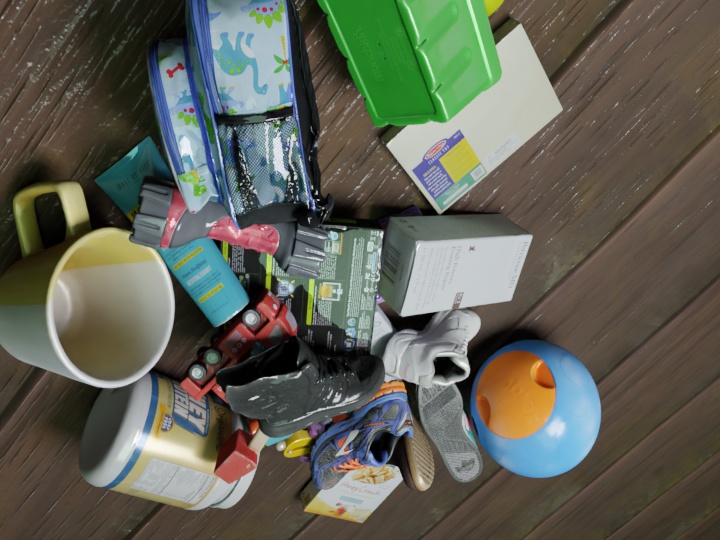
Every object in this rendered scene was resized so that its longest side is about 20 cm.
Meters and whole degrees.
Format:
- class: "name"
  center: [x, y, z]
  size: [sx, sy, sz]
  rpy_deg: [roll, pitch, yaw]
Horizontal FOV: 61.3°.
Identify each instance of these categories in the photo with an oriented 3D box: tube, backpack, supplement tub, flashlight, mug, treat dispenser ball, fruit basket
- class: "tube"
  center: [-0.196, -0.035, 0.657]
  size: [0.076, 0.050, 0.203]
  rpy_deg: [-34, 101, 1]
- class: "backpack"
  center: [-0.112, -0.156, 0.547]
  size: [0.142, 0.184, 0.206]
  rpy_deg: [-8, 116, -10]
- class: "supplement tub"
  center: [-0.243, 0.224, 0.793]
  size: [0.198, 0.146, 0.145]
  rpy_deg: [31, 110, -36]
- class: "flashlight"
  center: [-0.131, -0.036, 0.624]
  size: [0.195, 0.068, 0.069]
  rpy_deg: [17, 107, -21]
- class: "mug"
  center: [-0.296, 0.021, 0.635]
  size: [0.149, 0.193, 0.148]
  rpy_deg: [-3, 162, 31]
- class: "treat dispenser ball"
  center: [0.268, 0.212, 0.942]
  size: [0.194, 0.203, 0.206]
  rpy_deg: [-10, 128, -13]
- class: "fruit basket"
  center: [0.068, -0.270, 0.585]
  size: [0.213, 0.152, 0.224]
  rpy_deg: [-11, 104, -53]

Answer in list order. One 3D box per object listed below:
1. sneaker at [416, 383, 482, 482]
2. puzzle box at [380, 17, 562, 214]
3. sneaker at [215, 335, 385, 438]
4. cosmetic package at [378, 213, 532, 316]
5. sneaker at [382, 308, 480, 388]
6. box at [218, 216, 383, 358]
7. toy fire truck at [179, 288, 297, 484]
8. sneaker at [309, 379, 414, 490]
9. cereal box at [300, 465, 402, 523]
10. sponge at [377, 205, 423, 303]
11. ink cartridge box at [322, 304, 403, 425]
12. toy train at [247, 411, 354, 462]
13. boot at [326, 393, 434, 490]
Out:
- class: "sneaker"
  center: [0.129, 0.215, 0.952]
  size: [0.081, 0.121, 0.205]
  rpy_deg: [-22, 111, -1]
- class: "puzzle box"
  center: [0.134, -0.176, 0.725]
  size: [0.199, 0.026, 0.133]
  rpy_deg: [-39, 129, 10]
- class: "sneaker"
  center: [-0.056, 0.115, 0.665]
  size: [0.195, 0.060, 0.107]
  rpy_deg: [-21, 129, -24]
- class: "cosmetic package"
  center: [0.120, -0.011, 0.778]
  size: [0.195, 0.074, 0.104]
  rpy_deg: [-5, 121, -31]
- class: "sneaker"
  center: [0.122, 0.116, 0.853]
  size: [0.197, 0.098, 0.080]
  rpy_deg: [-24, 131, -42]
- class: "box"
  center: [-0.074, 0.035, 0.730]
  size: [0.186, 0.048, 0.207]
  rpy_deg: [4, 109, -4]
- class: "toy fire truck"
  center: [-0.130, 0.136, 0.709]
  size: [0.200, 0.049, 0.141]
  rpy_deg: [-43, 105, 10]
- class: "sneaker"
  center: [-0.001, 0.237, 0.819]
  size: [0.074, 0.079, 0.201]
  rpy_deg: [14, 124, -41]
- class: "cereal box"
  center: [0.007, 0.347, 1.044]
  size: [0.142, 0.040, 0.202]
  rpy_deg: [25, 113, -33]
- class: "sponge"
  center: [0.000, 0.000, 0.798]
  size: [0.195, 0.030, 0.114]
  rpy_deg: [-21, 130, -5]
- class: "ink cartridge box"
  center: [-0.031, 0.137, 0.866]
  size: [0.196, 0.041, 0.201]
  rpy_deg: [-30, 142, 4]
- class: "toy train"
  center: [-0.068, 0.193, 0.836]
  size: [0.150, 0.056, 0.198]
  rpy_deg: [-45, 140, 14]
- class: "boot"
  center: [0.017, 0.272, 0.892]
  size: [0.164, 0.202, 0.073]
  rpy_deg: [-34, 118, 9]
